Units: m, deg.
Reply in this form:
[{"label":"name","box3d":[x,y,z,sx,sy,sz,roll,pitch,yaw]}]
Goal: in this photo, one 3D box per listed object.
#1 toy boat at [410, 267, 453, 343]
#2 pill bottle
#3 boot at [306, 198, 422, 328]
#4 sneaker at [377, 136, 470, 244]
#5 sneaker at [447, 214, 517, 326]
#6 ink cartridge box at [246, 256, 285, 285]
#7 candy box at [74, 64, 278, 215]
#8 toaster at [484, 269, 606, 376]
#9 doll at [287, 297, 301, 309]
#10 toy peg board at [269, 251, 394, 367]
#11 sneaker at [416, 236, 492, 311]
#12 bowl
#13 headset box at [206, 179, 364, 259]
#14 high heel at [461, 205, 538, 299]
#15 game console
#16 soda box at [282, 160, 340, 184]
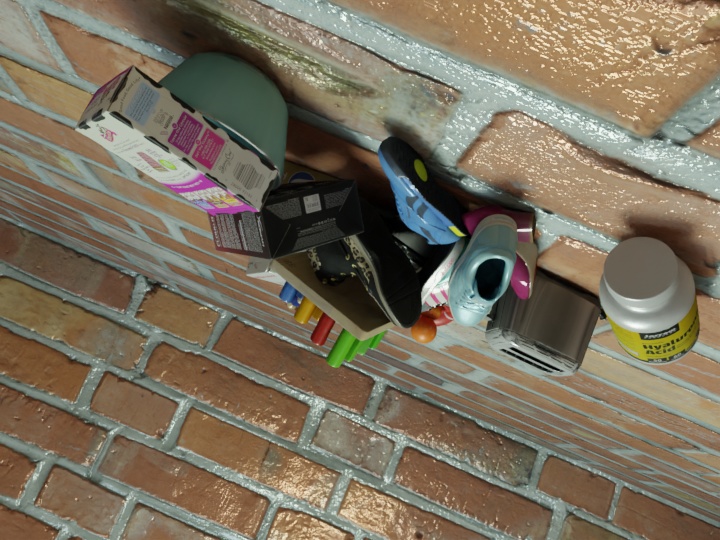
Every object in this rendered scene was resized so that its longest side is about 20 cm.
[{"label":"toy boat","box3d":[0.136,0.080,1.265,0.129,0.132,0.200,24,165,-3]},{"label":"pill bottle","box3d":[0.367,0.039,0.825,0.110,0.112,0.200,12,161,35]},{"label":"boot","box3d":[0.000,0.000,0.980,0.150,0.073,0.201,-17,107,55]},{"label":"sneaker","box3d":[0.068,-0.093,0.853,0.078,0.067,0.200,-18,141,30]},{"label":"sneaker","box3d":[0.157,0.022,0.869,0.073,0.082,0.201,12,136,5]},{"label":"ink cartridge box","box3d":[-0.122,-0.007,1.369,0.198,0.085,0.144,16,170,-27]},{"label":"candy box","box3d":[-0.213,-0.141,0.757,0.199,0.062,0.136,33,162,-34]},{"label":"toaster","box3d":[0.299,0.088,1.059,0.198,0.130,0.114,25,166,-8]},{"label":"doll","box3d":[-0.078,0.069,1.358,0.136,0.049,0.199,17,169,-39]},{"label":"toy peg board","box3d":[-0.042,0.063,1.092,0.198,0.098,0.199,37,-159,19]},{"label":"sneaker","box3d":[0.143,0.033,0.996,0.120,0.084,0.200,24,135,-12]},{"label":"bowl","box3d":[-0.171,-0.197,0.823,0.199,0.106,0.201,21,164,6]},{"label":"headset box","box3d":[-0.113,-0.075,0.900,0.148,0.076,0.199,-19,-165,-33]},{"label":"high heel","box3d":[0.203,-0.025,0.932,0.095,0.068,0.201,6,145,20]},{"label":"game console","box3d":[0.119,-0.062,1.027,0.199,0.117,0.176,34,-168,-32]},{"label":"soda box","box3d":[-0.117,-0.132,1.046,0.198,0.065,0.068,21,165,10]}]
